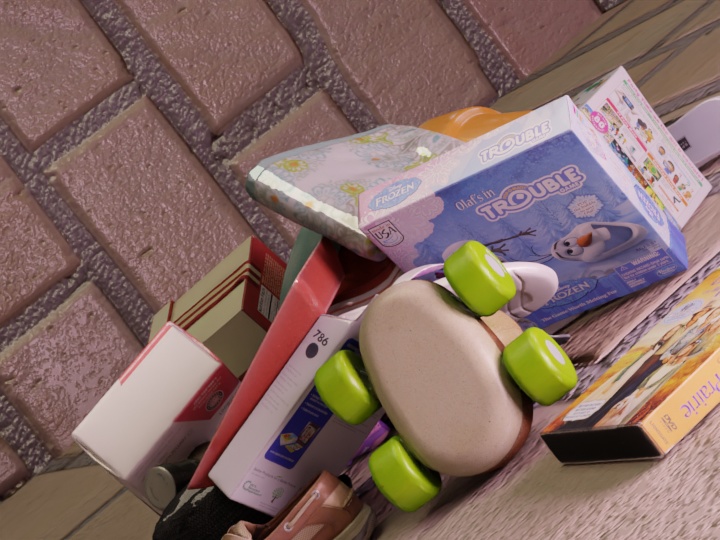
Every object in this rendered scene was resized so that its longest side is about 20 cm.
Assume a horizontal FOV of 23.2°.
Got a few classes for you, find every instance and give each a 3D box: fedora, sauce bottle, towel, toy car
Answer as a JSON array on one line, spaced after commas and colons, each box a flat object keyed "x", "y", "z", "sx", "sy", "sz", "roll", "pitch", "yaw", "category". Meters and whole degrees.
[{"x": -0.107, "y": 0.215, "z": 1.507, "sx": 0.200, "sy": 0.092, "sz": 0.201, "roll": -37, "pitch": 7, "yaw": 5, "category": "fedora"}, {"x": -0.119, "y": 0.185, "z": 1.630, "sx": 0.065, "sy": 0.065, "sz": 0.200, "roll": -32, "pitch": -15, "yaw": 37, "category": "sauce bottle"}, {"x": 0.024, "y": -0.077, "z": 1.566, "sx": 0.200, "sy": 0.048, "sz": 0.171, "roll": -22, "pitch": 33, "yaw": -37, "category": "towel"}, {"x": 0.093, "y": 0.085, "z": 1.362, "sx": 0.164, "sy": 0.158, "sz": 0.200, "roll": -40, "pitch": -21, "yaw": 17, "category": "toy car"}]

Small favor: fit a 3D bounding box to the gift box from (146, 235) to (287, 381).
[{"x": -0.120, "y": 0.114, "z": 1.878, "sx": 0.187, "sy": 0.200, "sz": 0.185, "roll": -39, "pitch": 18, "yaw": 21, "category": "gift box"}]

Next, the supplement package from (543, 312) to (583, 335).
[{"x": 0.096, "y": 0.036, "z": 1.612, "sx": 0.200, "sy": 0.110, "sz": 0.114, "roll": -35, "pitch": 7, "yaw": 13, "category": "supplement package"}]

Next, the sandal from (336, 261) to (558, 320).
[{"x": 0.058, "y": 0.020, "z": 1.421, "sx": 0.202, "sy": 0.050, "sz": 0.083, "roll": -16, "pitch": -31, "yaw": 10, "category": "sandal"}]

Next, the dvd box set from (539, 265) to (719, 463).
[{"x": 0.224, "y": 0.054, "z": 1.169, "sx": 0.200, "sy": 0.029, "sz": 0.146, "roll": -40, "pitch": 7, "yaw": -20, "category": "dvd box set"}]

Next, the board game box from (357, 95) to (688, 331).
[{"x": 0.134, "y": -0.032, "z": 1.435, "sx": 0.200, "sy": 0.199, "sz": 0.043, "roll": -24, "pitch": 43, "yaw": 26, "category": "board game box"}]

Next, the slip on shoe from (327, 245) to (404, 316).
[{"x": 0.000, "y": 0.000, "z": 1.625, "sx": 0.074, "sy": 0.061, "sz": 0.200, "roll": -31, "pitch": 10, "yaw": 33, "category": "slip on shoe"}]

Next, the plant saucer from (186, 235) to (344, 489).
[{"x": -0.071, "y": 0.079, "z": 1.469, "sx": 0.200, "sy": 0.037, "sz": 0.200, "roll": -62, "pitch": 1, "yaw": 13, "category": "plant saucer"}]

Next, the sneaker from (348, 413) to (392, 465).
[{"x": -0.008, "y": 0.132, "z": 1.677, "sx": 0.088, "sy": 0.081, "sz": 0.200, "roll": -29, "pitch": 12, "yaw": 7, "category": "sneaker"}]

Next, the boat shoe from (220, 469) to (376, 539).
[{"x": -0.083, "y": 0.230, "z": 1.375, "sx": 0.200, "sy": 0.072, "sz": 0.076, "roll": -37, "pitch": 6, "yaw": -1, "category": "boat shoe"}]

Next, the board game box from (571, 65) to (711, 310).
[{"x": 0.222, "y": -0.077, "z": 1.583, "sx": 0.064, "sy": 0.148, "sz": 0.200, "roll": -33, "pitch": 7, "yaw": 42, "category": "board game box"}]

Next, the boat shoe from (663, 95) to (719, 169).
[{"x": 0.316, "y": -0.121, "z": 1.775, "sx": 0.200, "sy": 0.070, "sz": 0.066, "roll": -36, "pitch": -11, "yaw": 37, "category": "boat shoe"}]

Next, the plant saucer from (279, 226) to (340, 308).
[{"x": -0.032, "y": -0.001, "z": 1.686, "sx": 0.200, "sy": 0.036, "sz": 0.201, "roll": 19, "pitch": -90, "yaw": -75, "category": "plant saucer"}]

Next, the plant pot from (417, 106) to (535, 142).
[{"x": 0.169, "y": -0.078, "z": 1.733, "sx": 0.183, "sy": 0.201, "sz": 0.200, "roll": -15, "pitch": 19, "yaw": 40, "category": "plant pot"}]

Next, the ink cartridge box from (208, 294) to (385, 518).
[{"x": -0.027, "y": 0.106, "z": 1.398, "sx": 0.200, "sy": 0.099, "sz": 0.039, "roll": -53, "pitch": 48, "yaw": 4, "category": "ink cartridge box"}]

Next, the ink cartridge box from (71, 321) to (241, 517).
[{"x": -0.166, "y": 0.163, "z": 1.685, "sx": 0.146, "sy": 0.085, "sz": 0.200, "roll": -50, "pitch": -30, "yaw": -10, "category": "ink cartridge box"}]
